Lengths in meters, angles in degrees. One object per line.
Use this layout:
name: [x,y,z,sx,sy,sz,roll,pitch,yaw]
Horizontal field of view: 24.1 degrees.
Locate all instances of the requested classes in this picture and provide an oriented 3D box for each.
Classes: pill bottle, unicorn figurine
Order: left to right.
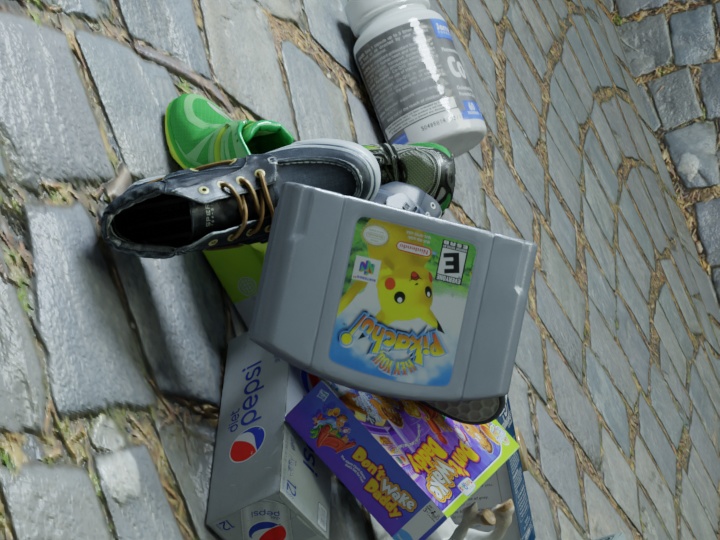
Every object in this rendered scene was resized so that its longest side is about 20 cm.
pill bottle: [0.059,-0.226,1.919,0.114,0.114,0.201,8,60,-67]
unicorn figurine: [0.058,0.220,1.416,0.074,0.137,0.200,-16,67,-49]

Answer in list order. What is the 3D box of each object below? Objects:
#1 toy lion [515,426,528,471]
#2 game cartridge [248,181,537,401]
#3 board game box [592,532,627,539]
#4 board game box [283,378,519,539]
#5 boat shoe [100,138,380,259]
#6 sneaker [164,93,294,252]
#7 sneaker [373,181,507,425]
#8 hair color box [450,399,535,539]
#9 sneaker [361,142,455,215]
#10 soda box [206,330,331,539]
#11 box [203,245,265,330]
toy lion: [0.110,0.114,1.646,0.200,0.068,0.192,-3,79,-83]
game cartridge: [0.025,0.023,1.205,0.040,0.199,0.134,-170,-88,-71]
board game box: [0.165,0.310,1.524,0.064,0.147,0.200,68,20,1]
board game box: [0.037,0.125,1.293,0.135,0.045,0.200,47,21,7]
boat shoe: [-0.085,-0.045,1.215,0.091,0.200,0.071,-65,143,-78]
sneaker: [-0.088,-0.092,1.361,0.074,0.084,0.200,0,34,-41]
sneaker: [0.052,0.017,1.318,0.202,0.077,0.146,43,34,-2]
hair color box: [0.087,0.159,1.499,0.061,0.100,0.201,-40,120,-70]
sneaker: [-0.003,-0.077,1.502,0.085,0.200,0.078,12,78,-54]
soda box: [-0.064,0.124,1.271,0.063,0.068,0.200,49,25,-31]
box: [-0.054,0.033,1.432,0.200,0.048,0.122,61,20,-13]
